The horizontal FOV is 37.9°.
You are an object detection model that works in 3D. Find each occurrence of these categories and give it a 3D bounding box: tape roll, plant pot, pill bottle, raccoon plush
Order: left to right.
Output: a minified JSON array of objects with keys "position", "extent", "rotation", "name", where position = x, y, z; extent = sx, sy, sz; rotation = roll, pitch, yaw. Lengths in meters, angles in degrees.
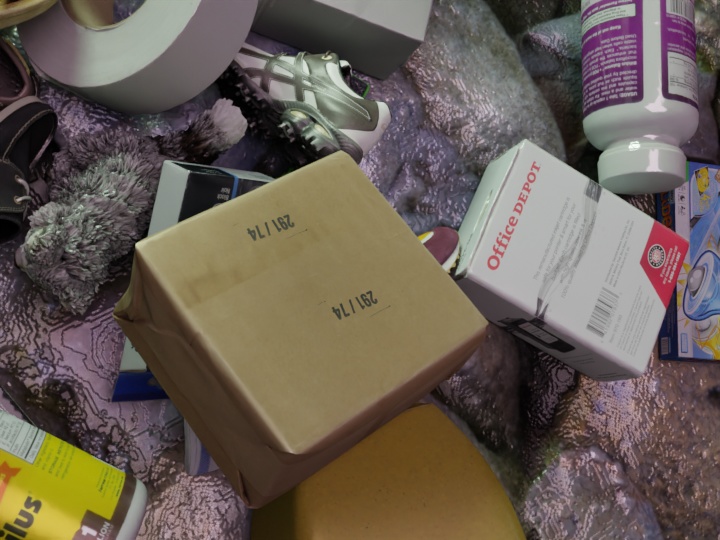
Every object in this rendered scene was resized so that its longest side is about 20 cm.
[{"position":[-0.260,0.158,0.740],"extent":[0.199,0.109,0.110],"rotation":[30,73,-14],"name":"pill bottle"},{"position":[-0.183,-0.060,0.809],"extent":[0.200,0.134,0.097],"rotation":[-39,117,15],"name":"raccoon plush"},{"position":[-0.181,-0.230,0.842],"extent":[0.201,0.071,0.204],"rotation":[-5,78,24],"name":"tape roll"},{"position":[0.013,0.216,0.832],"extent":[0.193,0.195,0.202],"rotation":[-11,83,-21],"name":"plant pot"},{"position":[0.274,-0.182,1.032],"extent":[0.111,0.112,0.202],"rotation":[5,79,-18],"name":"pill bottle"}]

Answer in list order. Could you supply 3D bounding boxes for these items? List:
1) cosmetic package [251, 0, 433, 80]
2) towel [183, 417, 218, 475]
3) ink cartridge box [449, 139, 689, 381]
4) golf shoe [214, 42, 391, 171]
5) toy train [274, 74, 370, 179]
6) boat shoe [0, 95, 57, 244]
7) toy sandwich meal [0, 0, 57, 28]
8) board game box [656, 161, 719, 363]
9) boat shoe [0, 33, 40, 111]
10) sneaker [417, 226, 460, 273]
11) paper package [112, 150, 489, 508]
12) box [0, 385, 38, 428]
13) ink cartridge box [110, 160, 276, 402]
[{"position":[-0.039,-0.253,0.938],"extent":[0.198,0.107,0.091],"rotation":[15,76,-18],"name":"cosmetic package"},{"position":[-0.052,0.098,0.871],"extent":[0.198,0.024,0.148],"rotation":[-8,126,-23],"name":"towel"},{"position":[0.189,-0.006,0.987],"extent":[0.199,0.083,0.146],"rotation":[29,73,-12],"name":"ink cartridge box"},{"position":[-0.057,-0.154,0.903],"extent":[0.094,0.078,0.200],"rotation":[-39,64,-17],"name":"golf shoe"},{"position":[-0.047,-0.090,0.934],"extent":[0.042,0.056,0.201],"rotation":[29,72,-12],"name":"toy train"},{"position":[-0.281,-0.049,0.798],"extent":[0.067,0.072,0.201],"rotation":[22,56,4],"name":"boat shoe"},{"position":[-0.303,-0.243,0.775],"extent":[0.203,0.071,0.206],"rotation":[3,37,-2],"name":"toy sandwich meal"},{"position":[0.371,-0.005,1.076],"extent":[0.134,0.034,0.202],"rotation":[5,79,-18],"name":"board game box"},{"position":[-0.342,-0.200,0.847],"extent":[0.200,0.059,0.072],"rotation":[46,70,-7],"name":"boat shoe"},{"position":[0.000,0.000,0.925],"extent":[0.199,0.075,0.091],"rotation":[-36,99,-22],"name":"sneaker"},{"position":[-0.043,0.035,0.756],"extent":[0.199,0.104,0.191],"rotation":[-30,74,-34],"name":"paper package"},{"position":[-0.335,0.173,0.793],"extent":[0.198,0.050,0.200],"rotation":[-42,96,-20],"name":"box"},{"position":[-0.130,0.017,0.835],"extent":[0.099,0.039,0.202],"rotation":[1,108,-48],"name":"ink cartridge box"}]
